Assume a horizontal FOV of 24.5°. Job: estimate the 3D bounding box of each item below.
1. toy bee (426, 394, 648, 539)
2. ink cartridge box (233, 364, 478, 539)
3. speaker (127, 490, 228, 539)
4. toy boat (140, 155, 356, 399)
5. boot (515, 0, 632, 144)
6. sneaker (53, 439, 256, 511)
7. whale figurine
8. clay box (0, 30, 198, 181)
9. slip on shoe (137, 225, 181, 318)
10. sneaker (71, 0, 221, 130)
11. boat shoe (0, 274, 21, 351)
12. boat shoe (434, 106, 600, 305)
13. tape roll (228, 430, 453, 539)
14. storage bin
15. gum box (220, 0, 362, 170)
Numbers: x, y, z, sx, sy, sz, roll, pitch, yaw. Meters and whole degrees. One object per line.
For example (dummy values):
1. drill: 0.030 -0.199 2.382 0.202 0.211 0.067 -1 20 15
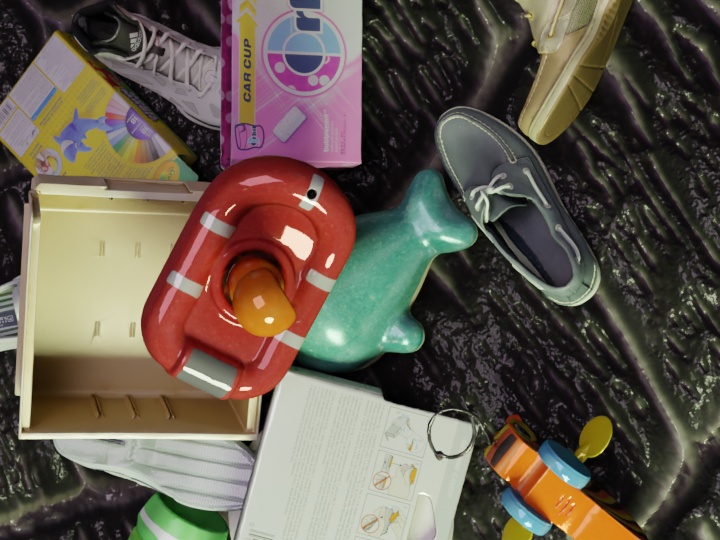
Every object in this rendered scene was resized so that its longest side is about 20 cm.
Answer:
1. toy bee: 0.148 0.156 1.349 0.130 0.109 0.201 -31 103 9
2. ink cartridge box: -0.010 0.196 1.389 0.171 0.044 0.202 15 93 -5
3. speaker: -0.192 0.299 1.467 0.088 0.088 0.202 30 99 19
4. toy boat: -0.079 0.012 1.283 0.130 0.131 0.202 26 97 -21
5. boot: 0.136 -0.220 1.367 0.154 0.073 0.202 25 96 19
6. sneaker: -0.169 0.158 1.455 0.198 0.071 0.074 17 88 15
7. whale figurine: 0.000 0.000 1.393 0.199 0.104 0.160 -37 76 19
8. clay box: -0.237 -0.109 1.516 0.200 0.048 0.115 45 104 14
9. slip on shoe: -0.185 0.044 1.467 0.073 0.061 0.202 10 107 -4
10. sneaker: -0.171 -0.178 1.458 0.199 0.115 0.076 24 97 19
11. boat shoe: -0.295 0.038 1.524 0.198 0.067 0.074 -21 82 19
12. boat shoe: 0.125 -0.058 1.372 0.073 0.062 0.201 -39 76 15
13. tape roll: -0.019 0.212 1.432 0.200 0.037 0.206 0 89 20
14. storage bin: -0.181 0.030 1.379 0.197 0.094 0.201 2 105 -16
15. gum box: -0.060 -0.178 1.416 0.112 0.066 0.203 0 88 -14
